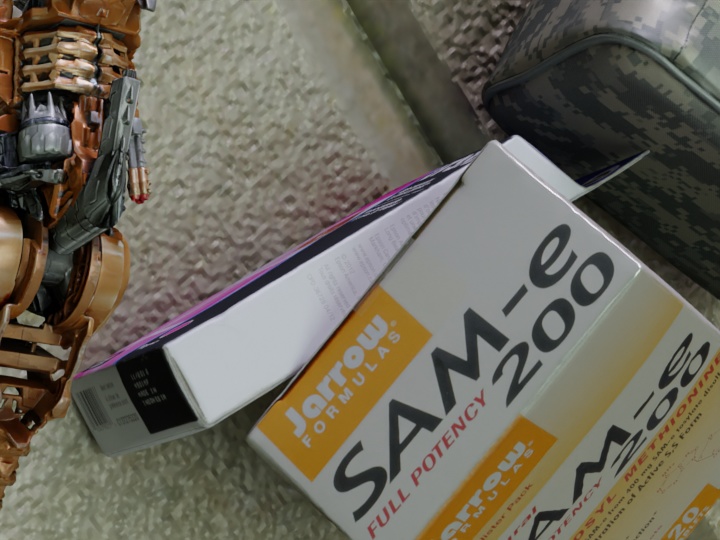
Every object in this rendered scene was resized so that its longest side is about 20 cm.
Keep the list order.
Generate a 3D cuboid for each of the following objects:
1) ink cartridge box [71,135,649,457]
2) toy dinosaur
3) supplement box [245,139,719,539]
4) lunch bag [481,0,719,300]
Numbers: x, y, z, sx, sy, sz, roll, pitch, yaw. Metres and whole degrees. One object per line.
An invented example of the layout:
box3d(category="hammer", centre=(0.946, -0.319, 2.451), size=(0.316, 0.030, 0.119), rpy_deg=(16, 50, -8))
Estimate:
box3d(category="ink cartridge box", centre=(0.000, 0.000, 0.821), size=(0.199, 0.095, 0.037), rpy_deg=(-29, 93, -28))
box3d(category="toy dinosaur", centre=(-0.113, -0.012, 0.723), size=(0.102, 0.135, 0.201), rpy_deg=(35, 75, -31))
box3d(category="supplement box", centre=(0.064, 0.052, 0.812), size=(0.126, 0.073, 0.200), rpy_deg=(-51, 151, 4))
box3d(category="lunch bag", centre=(0.171, -0.084, 0.884), size=(0.200, 0.139, 0.168), rpy_deg=(35, 71, -15))
